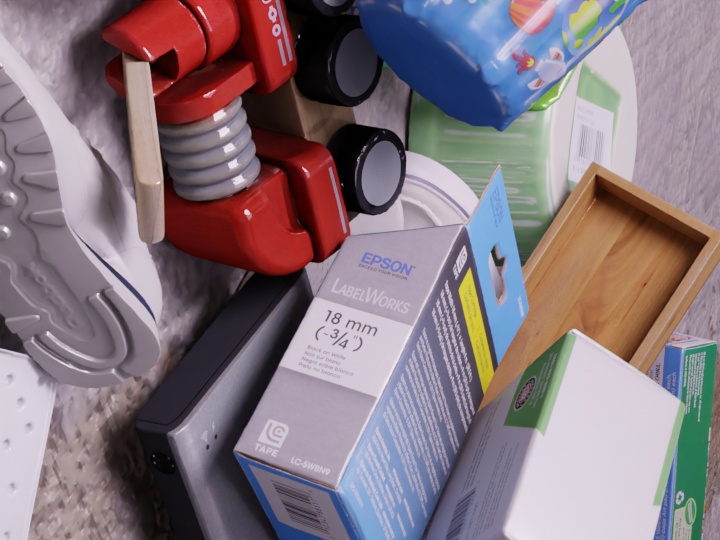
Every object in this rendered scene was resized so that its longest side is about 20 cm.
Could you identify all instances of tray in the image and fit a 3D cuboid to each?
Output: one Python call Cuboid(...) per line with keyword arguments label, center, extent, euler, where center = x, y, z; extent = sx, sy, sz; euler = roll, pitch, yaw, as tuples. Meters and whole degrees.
Cuboid(label="tray", center=(0.137, 0.041, 1.032), extent=(0.200, 0.098, 0.037), euler=(-57, 157, -4))

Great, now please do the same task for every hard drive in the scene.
Cuboid(label="hard drive", center=(-0.050, 0.118, 0.888), extent=(0.140, 0.033, 0.201), euler=(-53, 140, -43))

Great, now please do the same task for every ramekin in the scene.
Cuboid(label="ramekin", center=(0.121, -0.095, 1.134), extent=(0.200, 0.097, 0.201), euler=(-18, 111, -59))

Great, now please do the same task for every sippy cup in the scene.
Cuboid(label="sippy cup", center=(0.071, -0.145, 0.788), extent=(0.178, 0.140, 0.130), euler=(44, 79, -26))

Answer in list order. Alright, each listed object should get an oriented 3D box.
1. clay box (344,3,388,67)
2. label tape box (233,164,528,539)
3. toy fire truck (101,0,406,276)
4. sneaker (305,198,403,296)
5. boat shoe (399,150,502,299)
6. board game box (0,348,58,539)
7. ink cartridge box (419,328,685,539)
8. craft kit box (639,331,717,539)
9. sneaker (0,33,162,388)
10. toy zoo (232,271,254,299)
Cuboid(label="clay box", center=(0.032, -0.202, 1.004), extent=(0.200, 0.047, 0.116), euler=(-36, 126, -52))
Cuboid(label="label tape box", center=(0.018, 0.056, 0.867), extent=(0.201, 0.063, 0.144), euler=(-62, 155, -27))
Cuboid(label="toy fire truck", center=(-0.069, -0.063, 0.787), extent=(0.200, 0.128, 0.177), euler=(-41, 131, -38))
Cuboid(label="sneaker", center=(0.000, 0.000, 0.979), extent=(0.089, 0.075, 0.201), euler=(-95, 167, -72))
Cuboid(label="boat shoe", center=(0.044, 0.002, 1.051), extent=(0.200, 0.071, 0.070), euler=(64, 39, -54))
Cuboid(label="board game box", center=(-0.209, 0.120, 0.647), extent=(0.200, 0.026, 0.201), euler=(23, 75, -61))
Cuboid(label="ink cartridge box", center=(0.080, 0.150, 0.908), extent=(0.200, 0.084, 0.146), euler=(-50, -169, 48))
Cuboid(label="craft kit box", center=(0.148, 0.129, 1.121), extent=(0.048, 0.197, 0.201), euler=(-8, 105, -44))
Cuboid(label="sneaker", center=(-0.146, -0.040, 0.703), extent=(0.081, 0.076, 0.201), euler=(-85, 158, -48))
Cuboid(label="toy zoo", center=(-0.046, 0.108, 0.948), extent=(0.132, 0.020, 0.200), euler=(-61, 144, -35))
